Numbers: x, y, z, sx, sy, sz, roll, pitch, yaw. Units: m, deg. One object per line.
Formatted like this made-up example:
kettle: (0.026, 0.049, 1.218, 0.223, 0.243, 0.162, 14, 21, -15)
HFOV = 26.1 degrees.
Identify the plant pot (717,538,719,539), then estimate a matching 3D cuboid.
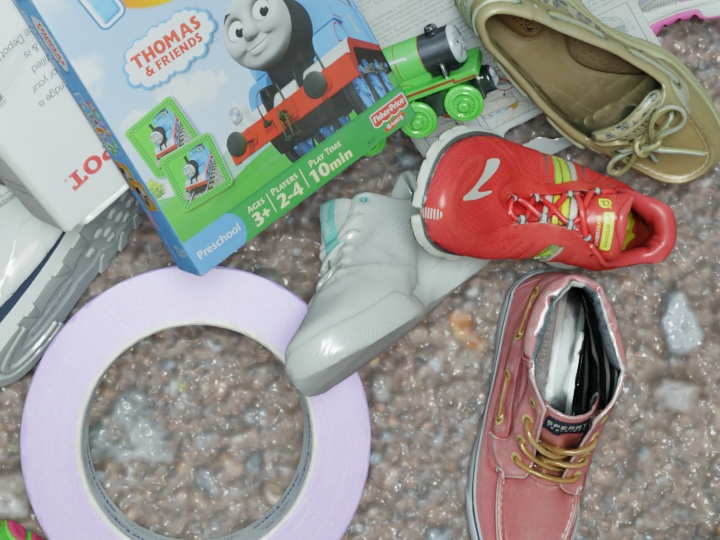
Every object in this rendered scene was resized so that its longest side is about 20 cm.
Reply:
plant pot: (0.218, 0.240, 0.895, 0.183, 0.200, 0.201, -32, 93, -17)

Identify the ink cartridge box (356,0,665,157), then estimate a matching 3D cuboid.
ink cartridge box: (0.073, -0.152, 0.892, 0.160, 0.050, 0.200, -25, 128, 19)

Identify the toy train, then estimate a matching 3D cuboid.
toy train: (-0.018, -0.090, 0.892, 0.199, 0.042, 0.057, -19, 118, 20)

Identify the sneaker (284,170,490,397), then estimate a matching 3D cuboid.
sneaker: (0.000, 0.000, 0.879, 0.075, 0.200, 0.089, -40, 89, 34)

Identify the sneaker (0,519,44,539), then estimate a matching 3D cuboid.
sneaker: (-0.172, 0.225, 0.905, 0.200, 0.077, 0.084, 39, 104, -2)

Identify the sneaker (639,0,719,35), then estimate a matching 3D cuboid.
sneaker: (0.182, -0.193, 0.922, 0.199, 0.081, 0.088, -28, 124, -7)

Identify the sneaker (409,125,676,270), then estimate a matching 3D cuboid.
sneaker: (0.110, -0.037, 0.879, 0.199, 0.085, 0.077, 3, 96, -46)

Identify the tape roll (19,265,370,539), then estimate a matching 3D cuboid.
tape roll: (-0.096, 0.097, 0.911, 0.199, 0.066, 0.201, 0, 89, -7)

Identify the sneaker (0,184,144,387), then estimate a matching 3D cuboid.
sneaker: (-0.183, -0.030, 0.902, 0.080, 0.076, 0.200, 35, 80, 15)

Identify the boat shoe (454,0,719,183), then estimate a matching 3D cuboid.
boat shoe: (0.129, -0.100, 0.865, 0.200, 0.063, 0.073, 31, 122, -25)

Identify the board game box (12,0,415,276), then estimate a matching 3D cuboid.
board game box: (-0.078, -0.122, 0.789, 0.151, 0.037, 0.200, -38, 114, -17)

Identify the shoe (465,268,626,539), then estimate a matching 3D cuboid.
shoe: (0.108, 0.099, 0.920, 0.071, 0.091, 0.201, 6, 89, -6)

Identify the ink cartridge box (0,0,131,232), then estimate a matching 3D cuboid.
ink cartridge box: (-0.170, -0.143, 0.805, 0.145, 0.084, 0.200, -43, 115, -15)
